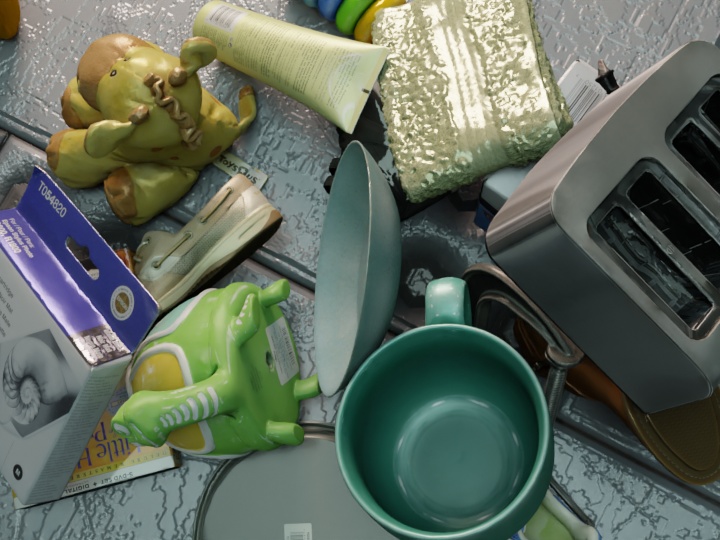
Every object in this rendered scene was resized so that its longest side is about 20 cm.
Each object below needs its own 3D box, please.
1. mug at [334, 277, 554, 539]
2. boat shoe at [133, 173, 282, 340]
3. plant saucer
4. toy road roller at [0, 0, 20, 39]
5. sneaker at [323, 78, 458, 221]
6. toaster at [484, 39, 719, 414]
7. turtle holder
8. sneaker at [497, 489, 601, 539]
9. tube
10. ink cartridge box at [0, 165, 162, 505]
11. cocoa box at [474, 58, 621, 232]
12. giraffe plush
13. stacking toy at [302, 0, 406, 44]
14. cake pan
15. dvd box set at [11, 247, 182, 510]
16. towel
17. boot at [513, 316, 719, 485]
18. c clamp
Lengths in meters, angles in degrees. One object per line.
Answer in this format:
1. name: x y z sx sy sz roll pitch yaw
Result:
1. mug: 0.075 0.117 0.725 0.152 0.114 0.185 30 76 24
2. boat shoe: -0.160 -0.004 0.835 0.200 0.072 0.065 -40 87 -12
3. plant saucer: 0.000 0.000 0.770 0.039 0.201 0.202 5 79 -13
4. toy road roller: -0.385 -0.295 0.905 0.145 0.123 0.201 10 80 -10
5. sneaker: -0.011 -0.119 0.870 0.099 0.071 0.200 -40 79 -3
6. toaster: 0.200 -0.035 0.655 0.200 0.119 0.181 45 72 -2
7. turtle holder: -0.117 0.096 0.787 0.131 0.141 0.186 -14 36 16
8. sneaker: 0.107 0.182 0.794 0.199 0.077 0.076 29 59 4
9. tube: -0.065 -0.186 0.859 0.200 0.058 0.052 28 47 33
10. ink cartridge box: -0.267 0.048 0.789 0.200 0.041 0.200 43 113 29
11. cocoa box: 0.212 -0.048 0.812 0.200 0.131 0.134 36 83 9
12. giraffe plush: -0.183 -0.134 0.835 0.199 0.162 0.173 15 80 7
13. stacking toy: 0.008 -0.241 0.891 0.200 0.085 0.085 45 85 5
14. cake pan: -0.047 0.227 0.823 0.199 0.037 0.201 -1 80 3
15. dvd box set: -0.250 0.094 0.864 0.146 0.029 0.201 -14 78 0
16. towel: 0.081 -0.156 0.787 0.148 0.036 0.201 -19 57 17
17. boot: 0.199 0.086 0.776 0.073 0.155 0.200 -27 75 -14
18. c clamp: 0.134 0.090 0.774 0.027 0.201 0.171 -31 49 -24
